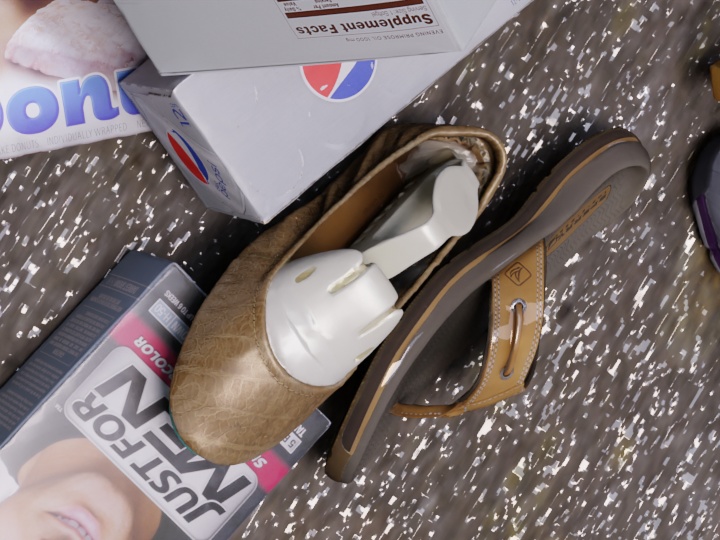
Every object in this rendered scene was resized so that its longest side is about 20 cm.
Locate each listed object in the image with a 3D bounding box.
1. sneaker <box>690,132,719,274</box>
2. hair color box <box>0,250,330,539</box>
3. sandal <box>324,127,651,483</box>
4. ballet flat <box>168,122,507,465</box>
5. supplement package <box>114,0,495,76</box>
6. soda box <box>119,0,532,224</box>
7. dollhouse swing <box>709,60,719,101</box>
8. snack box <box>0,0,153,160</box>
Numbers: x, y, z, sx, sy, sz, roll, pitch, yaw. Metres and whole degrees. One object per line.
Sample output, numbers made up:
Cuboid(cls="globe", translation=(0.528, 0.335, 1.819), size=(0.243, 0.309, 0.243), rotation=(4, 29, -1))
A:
Cuboid(cls="sneaker", translation=(0.231, 0.015, 1.049), size=(0.074, 0.088, 0.200), rotation=(-43, 110, -13))
Cuboid(cls="hair color box", translation=(-0.118, 0.099, 0.925), size=(0.200, 0.061, 0.099), rotation=(-48, 111, -11))
Cuboid(cls="sandal", translation=(0.062, 0.021, 0.980), size=(0.055, 0.082, 0.200), rotation=(43, 69, 15))
Cuboid(cls="ballet flat", translation=(0.000, 0.000, 0.916), size=(0.200, 0.072, 0.068), rotation=(-45, 108, -41))
Cuboid(cls="supplement package", translation=(-0.024, -0.209, 0.827), size=(0.191, 0.147, 0.200), rotation=(-58, 132, -36))
Cuboid(cls="soda box", translation=(0.005, -0.108, 0.926), size=(0.200, 0.063, 0.068), rotation=(-41, 112, -15))
Cuboid(cls="dollhouse swing", translation=(0.281, -0.041, 1.002), size=(0.176, 0.200, 0.182), rotation=(-28, 106, -19))
Cuboid(cls="snack box", translation=(-0.087, -0.093, 0.936), size=(0.200, 0.024, 0.072), rotation=(-13, 101, -22))
